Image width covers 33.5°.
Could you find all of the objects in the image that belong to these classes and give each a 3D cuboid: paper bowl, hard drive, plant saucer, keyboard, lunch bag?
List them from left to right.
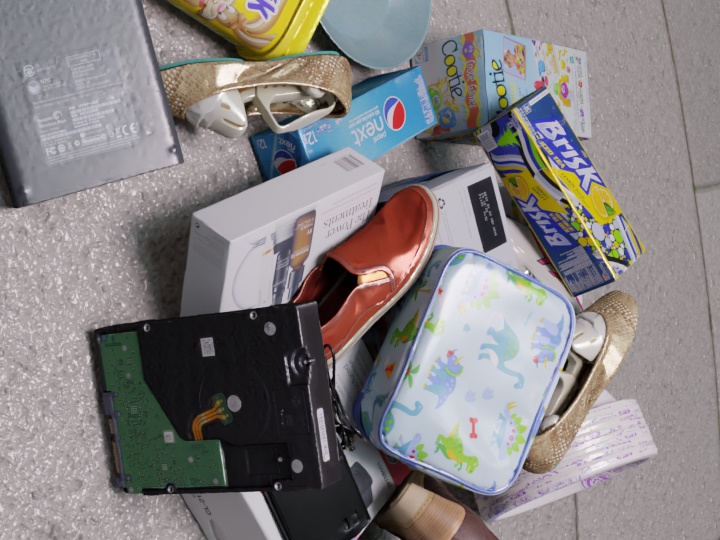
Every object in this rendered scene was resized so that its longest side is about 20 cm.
[{"bbox_3d":[-0.230,-0.164,0.933,0.138,0.033,0.202,-18,100,-22],"label":"hard drive"},{"bbox_3d":[-0.114,0.103,0.940,0.038,0.198,0.141,-11,92,-62],"label":"hard drive"},{"bbox_3d":[-0.051,0.142,1.015,0.103,0.040,0.202,-26,105,-20],"label":"keyboard"},{"bbox_3d":[-0.003,-0.303,1.227,0.200,0.038,0.203,8,80,-46],"label":"plant saucer"},{"bbox_3d":[0.097,0.091,1.079,0.160,0.082,0.202,24,84,-19],"label":"lunch bag"},{"bbox_3d":[0.206,0.186,1.277,0.200,0.200,0.105,-1,64,-47],"label":"paper bowl"}]

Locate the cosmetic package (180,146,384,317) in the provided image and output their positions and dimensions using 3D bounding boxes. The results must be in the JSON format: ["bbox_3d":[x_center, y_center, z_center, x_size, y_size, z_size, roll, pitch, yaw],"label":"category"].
[{"bbox_3d":[-0.070,-0.008,1.054,0.199,0.051,0.152,-29,144,-44],"label":"cosmetic package"}]

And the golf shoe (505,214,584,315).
[{"bbox_3d":[0.188,0.024,1.241,0.072,0.092,0.201,-38,97,4],"label":"golf shoe"}]

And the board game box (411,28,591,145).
[{"bbox_3d":[0.160,-0.198,1.342,0.199,0.102,0.106,-1,87,-47],"label":"board game box"}]

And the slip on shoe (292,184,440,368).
[{"bbox_3d":[0.000,0.000,1.051,0.200,0.074,0.061,-50,140,-13],"label":"slip on shoe"}]

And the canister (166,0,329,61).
[{"bbox_3d":[-0.120,-0.286,1.046,0.199,0.086,0.150,27,89,-40],"label":"canister"}]

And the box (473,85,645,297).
[{"bbox_3d":[0.202,-0.080,1.217,0.070,0.064,0.201,-36,97,-42],"label":"box"}]

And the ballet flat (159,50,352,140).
[{"bbox_3d":[-0.094,-0.150,1.047,0.198,0.071,0.066,-11,72,-21],"label":"ballet flat"}]

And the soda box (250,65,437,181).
[{"bbox_3d":[-0.011,-0.138,1.175,0.199,0.067,0.065,-33,111,-44],"label":"soda box"}]

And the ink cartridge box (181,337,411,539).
[{"bbox_3d":[-0.051,0.178,1.084,0.200,0.082,0.147,-46,118,-40],"label":"ink cartridge box"}]

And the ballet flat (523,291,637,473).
[{"bbox_3d":[0.202,0.098,1.151,0.065,0.070,0.201,38,74,-39],"label":"ballet flat"}]

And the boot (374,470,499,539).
[{"bbox_3d":[0.097,0.263,1.133,0.166,0.200,0.073,39,85,5],"label":"boot"}]

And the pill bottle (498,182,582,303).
[{"bbox_3d":[0.187,0.001,1.341,0.111,0.110,0.202,-16,97,-47],"label":"pill bottle"}]

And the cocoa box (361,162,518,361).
[{"bbox_3d":[0.071,0.011,1.199,0.133,0.130,0.202,-25,103,-44],"label":"cocoa box"}]
